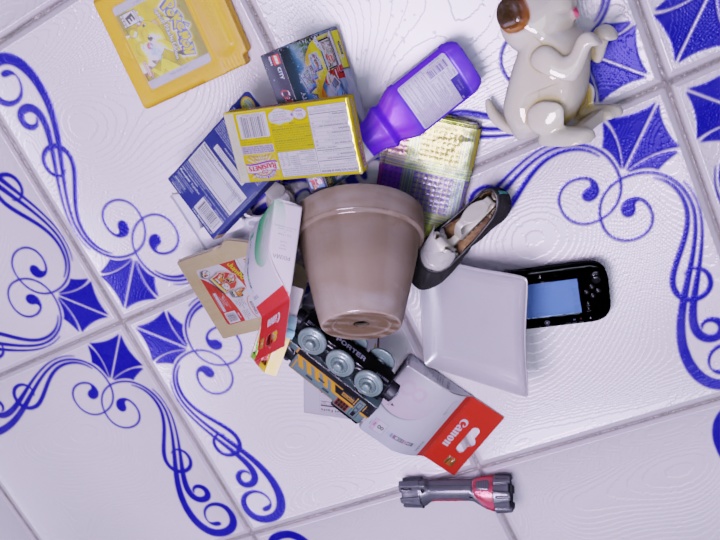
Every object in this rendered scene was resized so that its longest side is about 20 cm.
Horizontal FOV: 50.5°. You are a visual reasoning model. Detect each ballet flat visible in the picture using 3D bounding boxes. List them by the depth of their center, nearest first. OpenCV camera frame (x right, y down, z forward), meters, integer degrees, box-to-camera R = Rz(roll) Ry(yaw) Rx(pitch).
[{"bbox_3d":[0.140,-0.054,1.141,0.200,0.068,0.068,-46,68,10],"label":"ballet flat"}]

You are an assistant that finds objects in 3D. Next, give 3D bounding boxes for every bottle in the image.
[{"bbox_3d":[0.073,-0.234,1.081,0.199,0.065,0.084,-38,107,7],"label":"bottle"}]

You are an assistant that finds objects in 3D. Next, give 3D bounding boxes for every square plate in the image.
[{"bbox_3d":[0.179,0.082,1.199,0.196,0.028,0.203,13,118,38],"label":"square plate"}]

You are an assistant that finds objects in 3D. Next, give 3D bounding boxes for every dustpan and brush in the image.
[{"bbox_3d":[-0.195,-0.080,1.214,0.197,0.058,0.140,-14,129,17],"label":"dustpan and brush"}]

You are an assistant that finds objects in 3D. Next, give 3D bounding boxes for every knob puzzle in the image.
[{"bbox_3d":[-0.178,0.019,1.277,0.216,0.031,0.222,1,127,2],"label":"knob puzzle"}]

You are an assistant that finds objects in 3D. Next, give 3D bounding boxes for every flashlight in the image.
[{"bbox_3d":[0.172,0.396,1.354,0.197,0.068,0.069,-8,88,20],"label":"flashlight"}]

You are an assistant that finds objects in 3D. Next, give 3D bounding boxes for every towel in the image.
[{"bbox_3d":[0.097,-0.147,1.162,0.142,0.023,0.203,12,115,7],"label":"towel"}]

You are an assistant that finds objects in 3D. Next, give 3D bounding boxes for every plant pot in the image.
[{"bbox_3d":[0.000,0.000,1.106,0.197,0.176,0.201,-2,156,-1],"label":"plant pot"}]

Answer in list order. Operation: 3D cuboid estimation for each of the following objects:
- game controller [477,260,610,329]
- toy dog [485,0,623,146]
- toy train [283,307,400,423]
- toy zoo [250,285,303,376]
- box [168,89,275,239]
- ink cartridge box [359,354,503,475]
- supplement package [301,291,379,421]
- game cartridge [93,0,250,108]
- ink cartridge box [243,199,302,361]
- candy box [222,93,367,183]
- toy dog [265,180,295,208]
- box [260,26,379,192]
[{"bbox_3d":[0.285,0.042,1.188,0.197,0.042,0.106,-8,110,16],"label":"game controller"},{"bbox_3d":[0.251,-0.285,1.023,0.193,0.139,0.202,10,123,49],"label":"toy dog"},{"bbox_3d":[-0.036,0.143,1.158,0.199,0.085,0.114,37,125,-2],"label":"toy train"},{"bbox_3d":[-0.127,0.085,1.158,0.020,0.200,0.133,18,87,-15],"label":"toy zoo"},{"bbox_3d":[-0.187,-0.156,1.133,0.200,0.032,0.122,-41,83,26],"label":"box"},{"bbox_3d":[0.120,0.261,1.315,0.199,0.057,0.163,36,116,1],"label":"ink cartridge box"},{"bbox_3d":[-0.030,0.128,1.255,0.108,0.114,0.203,6,115,11],"label":"supplement package"},{"bbox_3d":[-0.281,-0.363,1.151,0.198,0.032,0.178,-18,108,20],"label":"game cartridge"},{"bbox_3d":[-0.137,0.018,1.101,0.049,0.203,0.161,14,162,-18],"label":"ink cartridge box"},{"bbox_3d":[-0.090,-0.177,1.039,0.197,0.026,0.103,0,116,27],"label":"candy box"},{"bbox_3d":[-0.120,-0.162,1.163,0.132,0.096,0.200,45,114,-8],"label":"toy dog"},{"bbox_3d":[-0.053,-0.232,1.095,0.037,0.136,0.202,-4,113,40],"label":"box"}]
